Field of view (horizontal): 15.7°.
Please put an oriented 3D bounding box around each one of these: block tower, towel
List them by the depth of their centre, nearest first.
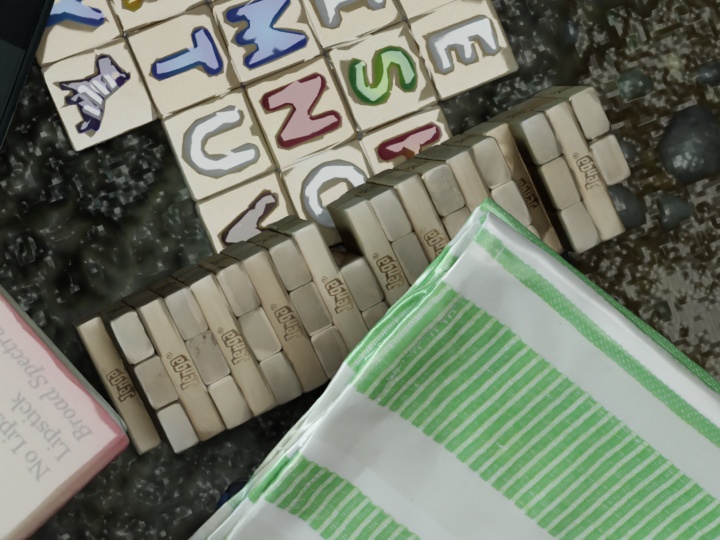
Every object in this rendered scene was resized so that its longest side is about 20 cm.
[{"bbox_3d":[0.035,0.094,0.850,0.152,0.023,0.200,37,109,-7],"label":"towel"},{"bbox_3d":[0.000,0.000,0.929,0.199,0.058,0.054,-27,98,-8],"label":"block tower"}]

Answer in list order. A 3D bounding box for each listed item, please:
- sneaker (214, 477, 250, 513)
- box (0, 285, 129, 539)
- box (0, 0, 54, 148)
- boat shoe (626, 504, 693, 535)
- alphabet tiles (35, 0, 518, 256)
[{"bbox_3d":[0.045,0.094,0.931,0.199,0.077,0.086,15,73,-14],"label":"sneaker"},{"bbox_3d":[-0.192,0.077,0.870,0.200,0.109,0.128,-42,92,-10],"label":"box"},{"bbox_3d":[-0.175,-0.146,0.861,0.200,0.046,0.160,25,82,-48],"label":"box"},{"bbox_3d":[0.100,0.078,0.879,0.200,0.065,0.071,36,63,-6],"label":"boat shoe"},{"bbox_3d":[-0.041,-0.105,0.962,0.166,0.008,0.201,-22,88,-10],"label":"alphabet tiles"}]
